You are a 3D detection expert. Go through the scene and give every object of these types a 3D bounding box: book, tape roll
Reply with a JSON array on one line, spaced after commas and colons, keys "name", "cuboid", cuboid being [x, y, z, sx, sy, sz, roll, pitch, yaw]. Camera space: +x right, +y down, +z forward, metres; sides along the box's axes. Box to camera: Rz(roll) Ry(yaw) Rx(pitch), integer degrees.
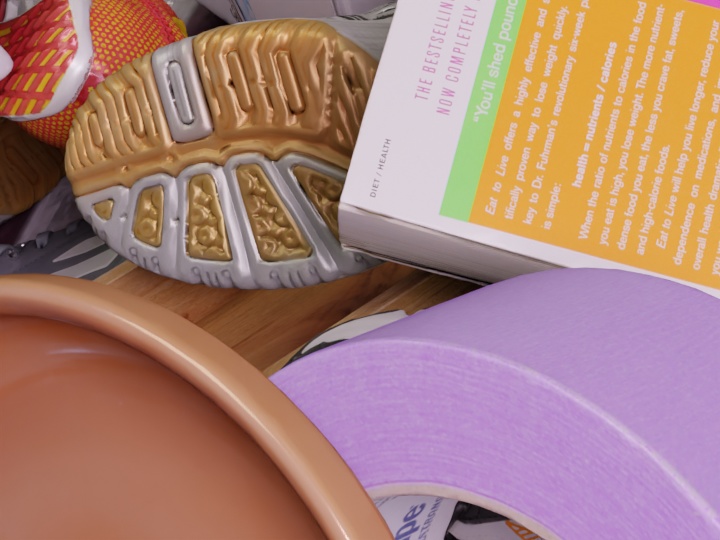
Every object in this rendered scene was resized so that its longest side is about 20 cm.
[{"name": "book", "cuboid": [0.107, -0.047, 0.720, 0.200, 0.048, 0.134, 15, 78, 3]}, {"name": "tape roll", "cuboid": [0.046, 0.103, 0.626, 0.200, 0.200, 0.066, 10, 21, 43]}]

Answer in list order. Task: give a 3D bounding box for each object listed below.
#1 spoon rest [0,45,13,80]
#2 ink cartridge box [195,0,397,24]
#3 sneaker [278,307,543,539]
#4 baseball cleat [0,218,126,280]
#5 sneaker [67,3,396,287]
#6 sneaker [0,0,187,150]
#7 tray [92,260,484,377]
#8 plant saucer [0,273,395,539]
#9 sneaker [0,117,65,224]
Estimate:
[{"name": "spoon rest", "cuboid": [-0.166, -0.007, 0.802, 0.099, 0.061, 0.200, -7, 43, 33]}, {"name": "ink cartridge box", "cuboid": [0.000, -0.171, 0.961, 0.147, 0.146, 0.200, -26, 32, -17]}, {"name": "sneaker", "cuboid": [0.052, 0.076, 0.700, 0.200, 0.074, 0.080, 25, 52, 25]}, {"name": "baseball cleat", "cuboid": [-0.093, -0.001, 0.930, 0.106, 0.070, 0.200, 33, 71, 24]}, {"name": "sneaker", "cuboid": [0.018, -0.044, 0.817, 0.200, 0.076, 0.088, -12, 4, 11]}, {"name": "sneaker", "cuboid": [-0.100, -0.079, 0.953, 0.073, 0.077, 0.200, -56, 29, 13]}, {"name": "tray", "cuboid": [0.000, 0.000, 0.853, 0.200, 0.037, 0.099, -32, 32, -31]}, {"name": "plant saucer", "cuboid": [-0.054, 0.095, 0.637, 0.200, 0.200, 0.037, 3, 16, 39]}, {"name": "sneaker", "cuboid": [-0.173, -0.031, 1.036, 0.088, 0.076, 0.200, 0, 45, 46]}]
